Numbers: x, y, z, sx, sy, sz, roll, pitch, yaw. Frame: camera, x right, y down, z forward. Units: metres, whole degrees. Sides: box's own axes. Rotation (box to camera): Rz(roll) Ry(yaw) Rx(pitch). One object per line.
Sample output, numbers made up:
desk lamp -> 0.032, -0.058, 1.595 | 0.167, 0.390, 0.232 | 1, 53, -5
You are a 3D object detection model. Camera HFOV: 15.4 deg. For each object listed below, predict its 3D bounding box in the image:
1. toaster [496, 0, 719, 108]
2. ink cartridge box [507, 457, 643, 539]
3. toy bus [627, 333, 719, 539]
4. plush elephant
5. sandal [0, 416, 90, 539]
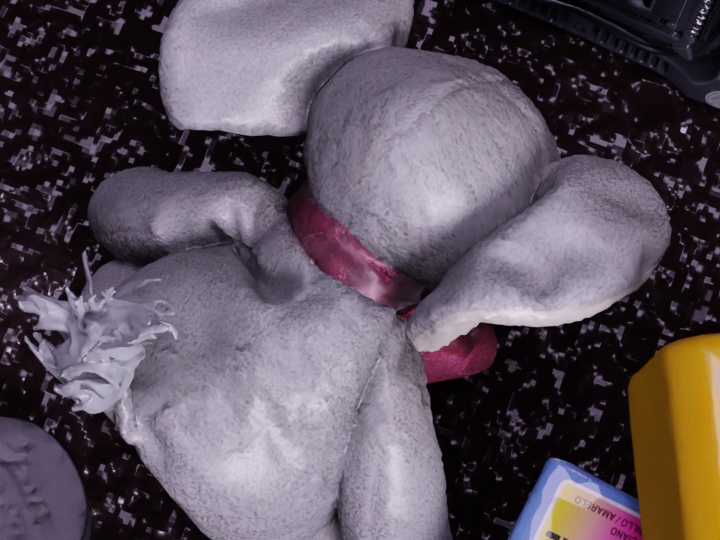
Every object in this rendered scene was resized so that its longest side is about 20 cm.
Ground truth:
toaster -> 0.090, -0.148, 0.861 | 0.199, 0.114, 0.130 | 24, 69, 6
ink cartridge box -> 0.037, 0.169, 0.739 | 0.076, 0.137, 0.201 | 24, 72, 8
toy bus -> 0.115, 0.079, 0.669 | 0.078, 0.065, 0.202 | -3, 76, -8
plush elephant -> 0.000, 0.000, 0.758 | 0.155, 0.200, 0.165 | -38, 68, 2
sandal -> -0.173, 0.110, 0.805 | 0.200, 0.043, 0.076 | -39, 76, -13
